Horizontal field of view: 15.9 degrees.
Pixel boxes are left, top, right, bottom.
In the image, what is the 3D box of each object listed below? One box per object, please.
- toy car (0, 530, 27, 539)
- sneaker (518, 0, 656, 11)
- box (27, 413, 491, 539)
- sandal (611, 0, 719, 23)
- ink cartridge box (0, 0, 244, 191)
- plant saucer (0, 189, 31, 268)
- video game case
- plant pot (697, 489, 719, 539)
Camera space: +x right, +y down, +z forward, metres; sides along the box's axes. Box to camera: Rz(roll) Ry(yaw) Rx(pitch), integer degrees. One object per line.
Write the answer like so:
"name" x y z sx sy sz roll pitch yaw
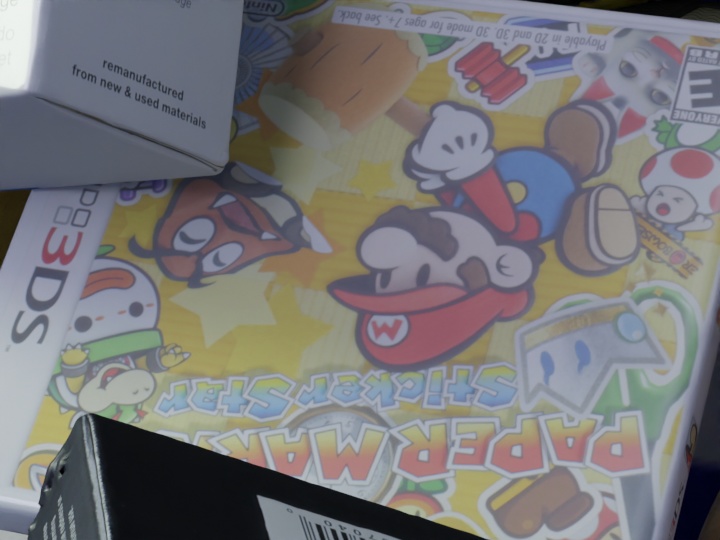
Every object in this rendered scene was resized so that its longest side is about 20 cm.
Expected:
"toy car" -0.081 0.133 0.760 0.184 0.177 0.200 -60 7 38
"sneaker" 0.112 -0.130 0.730 0.200 0.074 0.085 -12 87 25
"box" -0.027 0.155 0.579 0.104 0.148 0.200 -116 46 -69
"sandal" 0.063 0.005 0.738 0.080 0.057 0.201 22 71 22
"ink cartridge box" -0.106 -0.128 0.714 0.145 0.084 0.200 -3 76 36
"plant saucer" -0.151 -0.057 0.879 0.200 0.048 0.200 56 142 34
"video game case" 0.000 0.000 0.704 0.200 0.023 0.182 9 62 16
"plant pot" 0.175 0.099 0.653 0.200 0.027 0.200 -13 66 30
